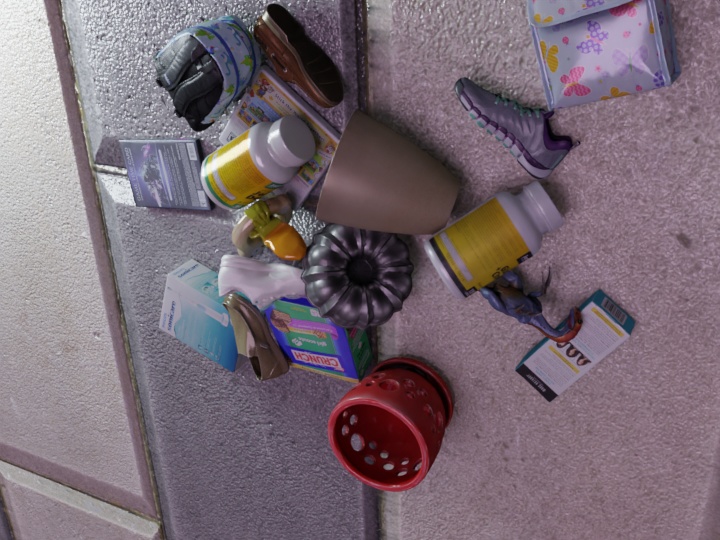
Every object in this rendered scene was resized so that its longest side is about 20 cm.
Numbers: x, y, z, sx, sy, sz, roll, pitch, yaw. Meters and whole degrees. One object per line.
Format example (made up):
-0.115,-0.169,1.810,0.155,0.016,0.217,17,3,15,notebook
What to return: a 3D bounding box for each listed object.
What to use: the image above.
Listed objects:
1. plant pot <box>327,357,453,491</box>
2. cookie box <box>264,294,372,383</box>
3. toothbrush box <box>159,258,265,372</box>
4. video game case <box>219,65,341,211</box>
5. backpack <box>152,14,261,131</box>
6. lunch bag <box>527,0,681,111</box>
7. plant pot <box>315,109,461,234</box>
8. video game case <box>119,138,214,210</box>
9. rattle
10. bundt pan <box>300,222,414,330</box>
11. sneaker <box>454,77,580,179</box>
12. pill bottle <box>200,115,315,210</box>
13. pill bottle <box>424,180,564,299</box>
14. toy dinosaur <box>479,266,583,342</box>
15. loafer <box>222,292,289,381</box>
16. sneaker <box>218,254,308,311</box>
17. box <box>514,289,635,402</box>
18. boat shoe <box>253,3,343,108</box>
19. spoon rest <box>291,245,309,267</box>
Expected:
0.067,0.273,1.506,0.200,0.182,0.201,14,120,25,plant pot
-0.079,0.108,1.540,0.171,0.075,0.200,10,139,26,cookie box
-0.306,0.093,1.693,0.200,0.085,0.147,27,124,15,toothbrush box
-0.143,-0.233,1.467,0.200,0.023,0.182,44,128,5,video game case
-0.259,-0.348,1.398,0.163,0.154,0.200,60,163,-4,backpack
0.316,-0.329,1.083,0.169,0.127,0.201,-6,105,31,lunch bag
0.054,-0.136,1.319,0.199,0.187,0.188,21,125,2,plant pot
-0.387,-0.192,1.635,0.199,0.019,0.143,5,117,29,video game case
-0.159,-0.035,1.500,0.143,0.130,0.200,36,137,8,rattle
0.000,0.000,1.393,0.202,0.202,0.076,50,170,-1,bundt pan
0.234,-0.232,1.224,0.200,0.074,0.088,42,119,-9,sneaker
-0.176,-0.189,1.424,0.200,0.113,0.113,-24,101,37,pill bottle
0.207,-0.051,1.264,0.200,0.112,0.112,-33,96,9,pill bottle
0.269,0.051,1.329,0.182,0.105,0.200,49,163,10,toy dinosaur
-0.208,0.131,1.566,0.076,0.067,0.200,0,126,60,loafer
-0.154,0.031,1.453,0.199,0.075,0.089,10,84,3,sneaker
0.350,0.126,1.346,0.082,0.049,0.200,43,128,5,box
-0.103,-0.344,1.361,0.068,0.072,0.200,-39,82,42,boat shoe
-0.025,0.012,1.513,0.200,0.061,0.099,30,128,-2,spoon rest
